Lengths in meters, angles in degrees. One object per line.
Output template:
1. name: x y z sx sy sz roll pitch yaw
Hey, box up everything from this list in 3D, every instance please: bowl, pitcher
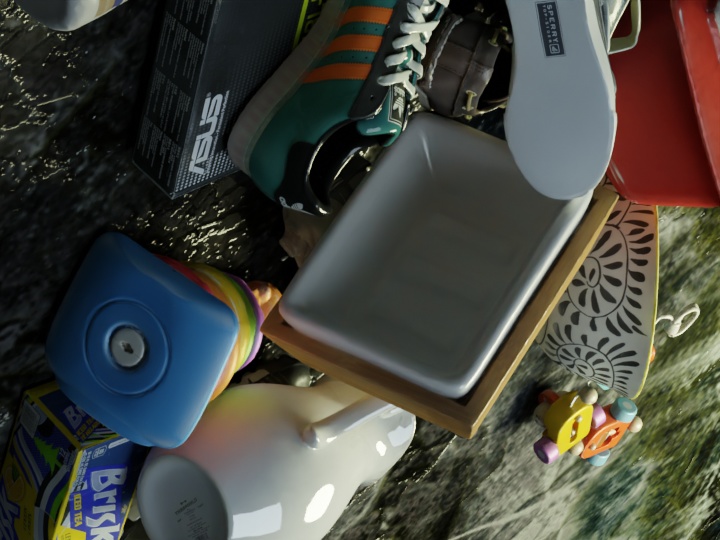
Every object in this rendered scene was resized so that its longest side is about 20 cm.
1. bowl: 0.162 -0.004 1.881 0.094 0.201 0.201 0 141 -4
2. pitcher: -0.039 0.117 1.649 0.200 0.122 0.171 -23 168 -49

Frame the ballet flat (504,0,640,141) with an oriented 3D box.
1. ballet flat: 0.146 -0.136 1.638 0.063 0.068 0.200 1 134 -14

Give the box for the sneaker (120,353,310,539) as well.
1. sneaker: -0.094 0.152 1.775 0.200 0.090 0.066 -47 154 0

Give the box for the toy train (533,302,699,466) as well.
1. toy train: 0.211 0.096 2.180 0.150 0.056 0.200 -20 146 -43

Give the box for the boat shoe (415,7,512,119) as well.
1. boat shoe: 0.075 -0.130 1.623 0.072 0.059 0.200 -64 168 3

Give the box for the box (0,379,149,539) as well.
1. box: -0.201 0.160 1.662 0.070 0.064 0.200 -20 143 -41

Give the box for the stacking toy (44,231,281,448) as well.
1. stacking toy: -0.104 0.034 1.616 0.110 0.116 0.200 -63 163 19

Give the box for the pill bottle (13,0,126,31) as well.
1. pill bottle: -0.096 -0.213 1.258 0.200 0.111 0.111 -33 150 -23

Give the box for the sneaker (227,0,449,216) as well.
1. sneaker: 0.010 -0.120 1.465 0.200 0.080 0.071 -54 153 9

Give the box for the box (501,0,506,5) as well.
1. box: 0.163 -0.268 1.620 0.200 0.050 0.158 -42 153 -8

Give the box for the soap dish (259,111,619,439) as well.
1. soap dish: 0.054 0.004 1.610 0.200 0.157 0.081 -55 155 -28

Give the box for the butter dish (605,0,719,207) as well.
1. butter dish: 0.200 -0.132 1.747 0.200 0.147 0.201 -66 142 -59

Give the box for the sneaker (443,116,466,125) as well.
1. sneaker: 0.056 -0.003 1.764 0.060 0.104 0.200 -13 138 -46

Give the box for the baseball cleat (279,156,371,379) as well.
1. baseball cleat: 0.000 0.000 1.727 0.106 0.070 0.200 -36 152 -18

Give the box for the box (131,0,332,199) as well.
1. box: -0.037 -0.157 1.488 0.193 0.047 0.200 -27 147 -40

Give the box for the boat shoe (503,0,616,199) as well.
1. boat shoe: 0.123 -0.144 1.552 0.068 0.071 0.201 -60 143 -57
